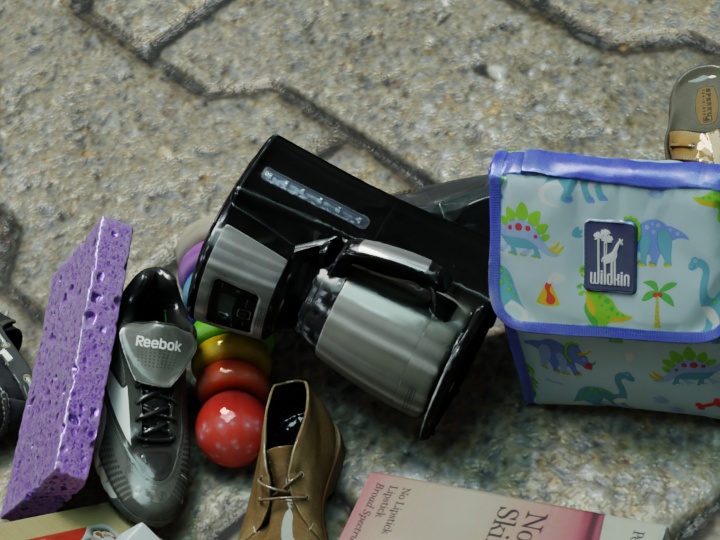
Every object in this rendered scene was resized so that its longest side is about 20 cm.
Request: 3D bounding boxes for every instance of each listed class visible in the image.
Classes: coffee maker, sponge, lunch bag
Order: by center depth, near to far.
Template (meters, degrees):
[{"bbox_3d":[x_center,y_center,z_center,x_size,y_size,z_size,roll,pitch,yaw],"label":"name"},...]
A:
[{"bbox_3d":[0.181,0.001,1.352,0.169,0.201,0.128,4,47,20],"label":"lunch bag"},{"bbox_3d":[0.000,0.000,1.434,0.199,0.135,0.192,27,28,7],"label":"coffee maker"},{"bbox_3d":[-0.208,0.073,1.448,0.030,0.112,0.201,20,60,-21],"label":"sponge"}]

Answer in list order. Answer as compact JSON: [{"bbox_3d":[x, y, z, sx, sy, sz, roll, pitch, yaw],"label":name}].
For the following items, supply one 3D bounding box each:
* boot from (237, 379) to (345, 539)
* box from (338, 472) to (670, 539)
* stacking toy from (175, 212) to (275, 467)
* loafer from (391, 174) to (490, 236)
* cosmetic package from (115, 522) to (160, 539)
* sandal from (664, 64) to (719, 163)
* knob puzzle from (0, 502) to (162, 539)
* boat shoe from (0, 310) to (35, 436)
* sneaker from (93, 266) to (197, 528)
[{"bbox_3d":[-0.055,0.161,1.361,0.073,0.076,0.201,-4,46,12],"label":"boot"},{"bbox_3d":[0.083,0.216,1.233,0.199,0.109,0.128,7,48,25],"label":"box"},{"bbox_3d":[-0.092,0.057,1.484,0.085,0.086,0.201,-11,51,8],"label":"stacking toy"},{"bbox_3d":[0.047,-0.029,1.534,0.199,0.073,0.072,-9,22,5],"label":"loafer"},{"bbox_3d":[-0.114,0.273,1.195,0.200,0.052,0.151,45,65,-5],"label":"cosmetic package"},{"bbox_3d":[0.268,-0.097,1.528,0.081,0.055,0.201,-6,44,12],"label":"sandal"},{"bbox_3d":[-0.168,0.223,1.306,0.219,0.031,0.220,15,20,-5],"label":"knob puzzle"},{"bbox_3d":[-0.295,0.056,1.557,0.067,0.072,0.200,-12,39,-21],"label":"boat shoe"},{"bbox_3d":[-0.150,0.081,1.430,0.066,0.091,0.201,6,52,-16],"label":"sneaker"}]
